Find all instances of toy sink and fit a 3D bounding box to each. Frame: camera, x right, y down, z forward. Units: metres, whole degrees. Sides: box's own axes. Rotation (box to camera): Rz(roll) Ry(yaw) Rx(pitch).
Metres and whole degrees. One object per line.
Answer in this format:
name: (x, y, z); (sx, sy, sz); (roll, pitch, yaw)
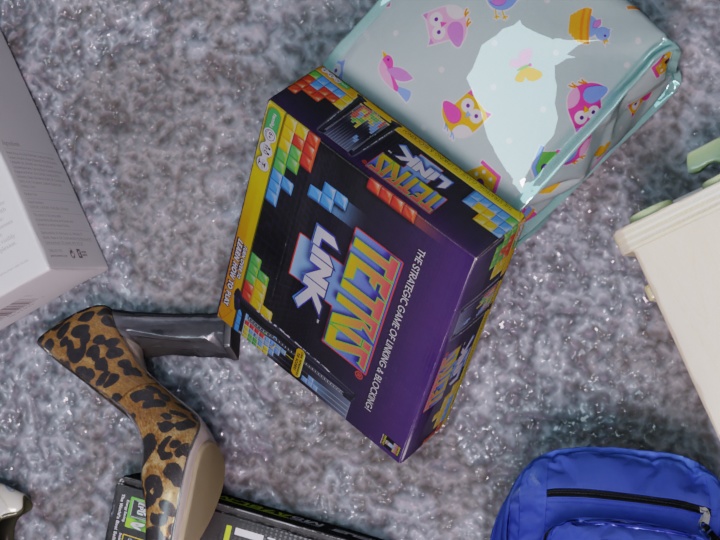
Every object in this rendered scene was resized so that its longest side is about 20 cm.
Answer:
toy sink: (0.228, -0.004, 1.115); (0.111, 0.130, 0.201); (-25, 83, 15)

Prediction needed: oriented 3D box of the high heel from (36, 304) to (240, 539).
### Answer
high heel: (-0.162, 0.113, 1.231); (0.141, 0.072, 0.201); (0, 55, 12)

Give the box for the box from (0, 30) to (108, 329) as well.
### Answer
box: (-0.282, -0.062, 1.284); (0.124, 0.097, 0.201); (-27, 82, 15)

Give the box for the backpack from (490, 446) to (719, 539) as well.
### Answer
backpack: (0.155, 0.204, 1.098); (0.161, 0.168, 0.202); (9, 63, -4)

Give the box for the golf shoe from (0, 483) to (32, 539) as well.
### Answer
golf shoe: (-0.274, 0.243, 1.291); (0.096, 0.078, 0.202); (2, 91, 10)

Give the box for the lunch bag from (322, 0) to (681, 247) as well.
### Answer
lunch bag: (0.078, -0.113, 1.167); (0.170, 0.122, 0.200); (44, 95, 12)

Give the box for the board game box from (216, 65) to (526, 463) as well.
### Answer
board game box: (0.000, 0.000, 1.158); (0.165, 0.057, 0.201); (38, 139, 19)

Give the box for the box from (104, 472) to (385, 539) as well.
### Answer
box: (-0.091, 0.256, 1.249); (0.192, 0.047, 0.202); (14, 93, 19)
